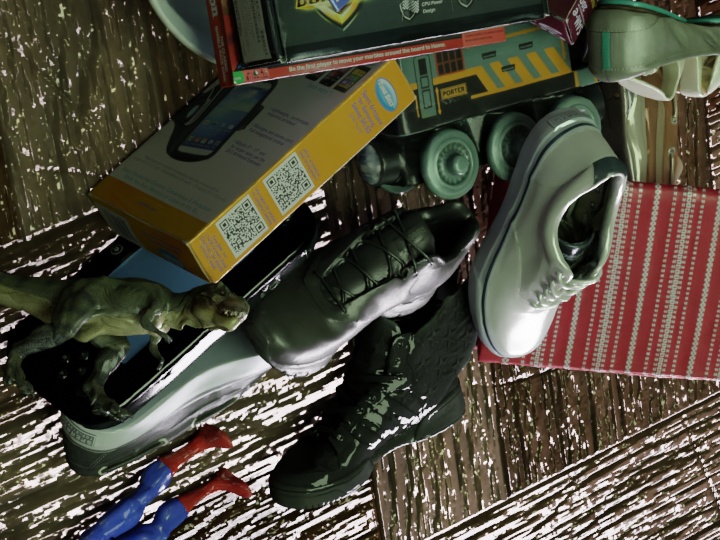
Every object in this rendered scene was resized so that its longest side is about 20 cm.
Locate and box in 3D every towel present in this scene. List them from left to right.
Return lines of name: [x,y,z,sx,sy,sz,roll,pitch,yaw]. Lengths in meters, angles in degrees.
towel: [0.180,0.004,1.736,0.199,0.023,0.145,5,114,-2]

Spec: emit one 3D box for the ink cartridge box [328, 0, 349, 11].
ink cartridge box: [0.012,-0.243,1.404,0.200,0.042,0.120,-44,110,-31]

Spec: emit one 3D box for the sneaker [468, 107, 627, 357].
sneaker: [0.123,-0.009,1.654,0.073,0.071,0.201,-13,136,-26]

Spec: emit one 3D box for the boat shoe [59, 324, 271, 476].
boat shoe: [-0.109,0.071,1.595,0.200,0.070,0.066,-35,154,-37]

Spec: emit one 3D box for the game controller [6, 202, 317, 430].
game controller: [-0.121,0.012,1.538,0.200,0.104,0.042,-42,151,-18]

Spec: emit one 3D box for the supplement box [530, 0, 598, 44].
supplement box: [0.138,-0.261,1.630,0.200,0.109,0.061,-60,165,-4]

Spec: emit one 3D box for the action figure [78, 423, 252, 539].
action figure: [-0.147,0.181,1.584,0.200,0.099,0.065,-33,121,-21]

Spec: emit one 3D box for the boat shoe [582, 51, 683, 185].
boat shoe: [0.196,-0.064,1.772,0.072,0.076,0.201,-17,117,-34]

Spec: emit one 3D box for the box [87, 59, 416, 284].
box: [-0.059,-0.083,1.541,0.200,0.119,0.042,-41,126,-18]

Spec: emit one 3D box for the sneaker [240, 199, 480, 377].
sneaker: [0.000,0.000,1.594,0.076,0.091,0.200,54,43,4]

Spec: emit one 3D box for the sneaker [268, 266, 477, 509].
sneaker: [0.010,0.073,1.689,0.199,0.060,0.105,-28,122,-33]

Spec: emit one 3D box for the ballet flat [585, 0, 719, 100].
ballet flat: [0.215,-0.147,1.711,0.200,0.067,0.064,-2,94,-52]

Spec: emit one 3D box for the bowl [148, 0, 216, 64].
bowl: [-0.073,-0.224,1.500,0.200,0.090,0.202,-13,113,-34]

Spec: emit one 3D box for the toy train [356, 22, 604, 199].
toy train: [0.078,-0.116,1.662,0.199,0.085,0.114,-17,106,-32]

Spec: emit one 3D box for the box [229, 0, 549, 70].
box: [0.009,-0.208,1.453,0.199,0.046,0.160,-12,95,-34]

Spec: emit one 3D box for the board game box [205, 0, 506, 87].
board game box: [-0.004,-0.173,1.483,0.199,0.019,0.103,-13,95,-34]

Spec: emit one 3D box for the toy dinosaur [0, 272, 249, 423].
toy dinosaur: [-0.164,0.036,1.470,0.047,0.199,0.089,74,27,-71]
